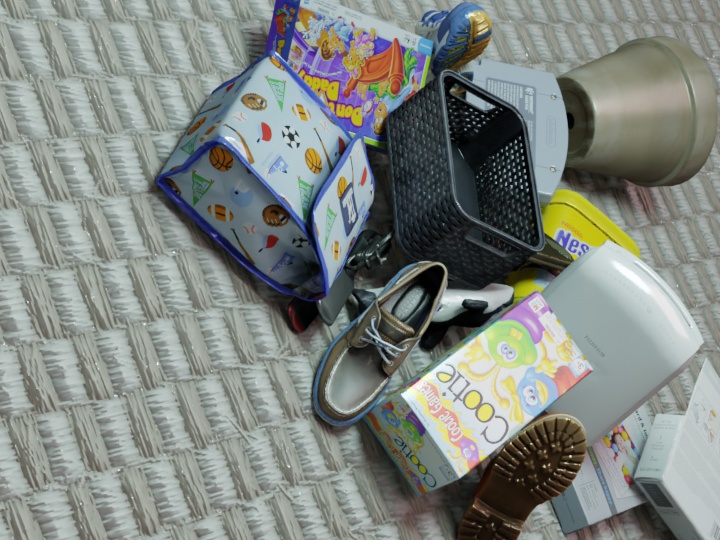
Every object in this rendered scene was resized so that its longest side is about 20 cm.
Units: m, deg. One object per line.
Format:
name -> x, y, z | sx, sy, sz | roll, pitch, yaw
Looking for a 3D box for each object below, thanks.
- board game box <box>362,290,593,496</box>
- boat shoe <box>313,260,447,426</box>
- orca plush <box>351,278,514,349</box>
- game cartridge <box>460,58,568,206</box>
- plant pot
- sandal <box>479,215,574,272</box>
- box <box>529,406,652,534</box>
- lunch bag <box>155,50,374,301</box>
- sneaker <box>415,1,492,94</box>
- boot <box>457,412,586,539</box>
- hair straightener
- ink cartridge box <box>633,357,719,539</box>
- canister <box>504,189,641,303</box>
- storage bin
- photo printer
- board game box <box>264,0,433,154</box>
board game box -> 0.120, 0.125, 1.625 | 0.200, 0.103, 0.105 | -35, 89, -28
boat shoe -> 0.020, 0.064, 1.594 | 0.072, 0.072, 0.200 | 34, 66, -3
orca plush -> 0.079, 0.055, 1.713 | 0.200, 0.105, 0.071 | -7, 107, -46
game cartridge -> 0.186, -0.168, 1.946 | 0.133, 0.041, 0.201 | 9, 54, -4
plant pot -> 0.332, -0.199, 2.071 | 0.173, 0.200, 0.201 | -10, 74, -33
sandal -> 0.142, -0.023, 1.809 | 0.199, 0.055, 0.082 | 6, 29, -14
box -> 0.276, 0.207, 1.854 | 0.200, 0.041, 0.156 | -8, 73, -50
lunch bag -> -0.075, -0.089, 1.591 | 0.200, 0.124, 0.170 | 48, 40, -19
sneaker -> 0.094, -0.270, 1.860 | 0.075, 0.200, 0.088 | -23, 77, -15
boot -> 0.169, 0.195, 1.631 | 0.075, 0.200, 0.107 | 33, 37, -3
hair straightener -> 0.000, 0.000, 1.656 | 0.200, 0.077, 0.041 | -45, 117, -53
ink cartridge box -> 0.407, 0.230, 1.906 | 0.200, 0.043, 0.174 | 51, 52, -37
canister -> 0.245, 0.019, 1.894 | 0.148, 0.087, 0.200 | 39, 44, -12
storage bin -> 0.111, -0.097, 1.716 | 0.135, 0.094, 0.201 | 24, 47, -34
photo printer -> 0.261, 0.076, 1.736 | 0.166, 0.200, 0.069 | 48, 35, 5
board game box -> -0.017, -0.213, 1.745 | 0.200, 0.045, 0.135 | 13, 88, -42
